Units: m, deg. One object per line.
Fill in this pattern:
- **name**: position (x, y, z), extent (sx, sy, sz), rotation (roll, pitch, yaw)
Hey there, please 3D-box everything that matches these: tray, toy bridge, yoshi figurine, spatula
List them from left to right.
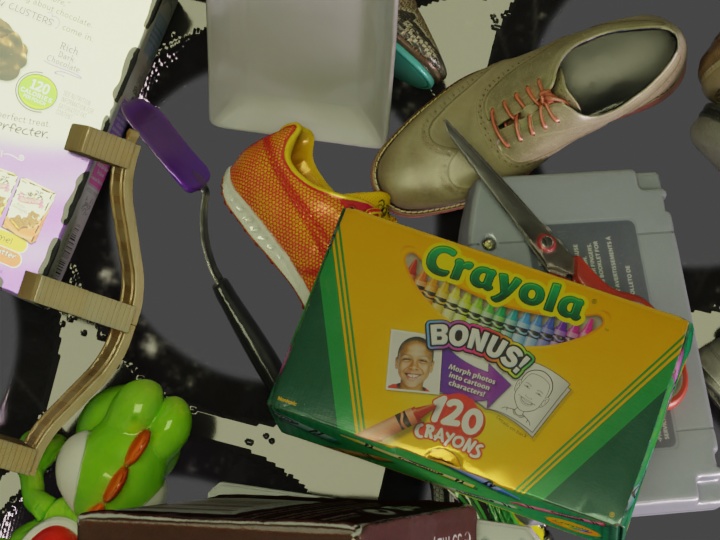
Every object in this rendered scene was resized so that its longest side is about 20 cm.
- **toy bridge**: position (-0.156, 0.017, 1.463), extent (0.067, 0.027, 0.201), rotation (20, 86, -29)
- **yoshi figurine**: position (-0.159, 0.143, 1.496), extent (0.200, 0.112, 0.112), rotation (-54, 45, 11)
- **spatula**: position (-0.082, -0.010, 1.510), extent (0.020, 0.057, 0.201), rotation (-22, 98, 16)
- **tray**: position (-0.032, -0.140, 1.461), extent (0.107, 0.200, 0.022), rotation (7, 56, 2)

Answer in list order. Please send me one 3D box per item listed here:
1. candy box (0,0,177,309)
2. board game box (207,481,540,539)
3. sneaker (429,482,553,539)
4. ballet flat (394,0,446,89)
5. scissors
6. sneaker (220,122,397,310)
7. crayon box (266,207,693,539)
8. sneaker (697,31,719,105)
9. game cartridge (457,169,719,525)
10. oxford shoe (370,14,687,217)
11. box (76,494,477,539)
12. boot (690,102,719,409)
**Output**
- **candy box**: position (-0.219, -0.102, 1.513), extent (0.167, 0.072, 0.201), rotation (23, 87, 3)
- **board game box**: position (0.000, 0.229, 1.463), extent (0.199, 0.026, 0.201), rotation (6, 91, 23)
- **sneaker**: position (0.073, 0.176, 1.487), extent (0.085, 0.078, 0.201), rotation (-14, 76, 8)
- **ballet flat**: position (-0.032, -0.175, 1.518), extent (0.199, 0.068, 0.076), rotation (22, 75, 7)
- **scissors**: position (0.115, -0.006, 1.465), extent (0.073, 0.014, 0.201), rotation (-20, 73, -17)
- **sneaker**: position (0.000, 0.000, 1.485), extent (0.077, 0.073, 0.200), rotation (-39, 78, 8)
- **crayon box**: position (0.065, 0.057, 1.403), extent (0.199, 0.058, 0.119), rotation (18, 74, 11)
- **sneaker**: position (0.264, -0.174, 1.513), extent (0.200, 0.070, 0.076), rotation (-36, 66, -4)
- **game cartridge**: position (0.122, 0.042, 1.471), extent (0.132, 0.042, 0.201), rotation (-5, 69, -10)
- **oxford shoe**: position (0.094, -0.094, 1.499), extent (0.199, 0.075, 0.071), rotation (-30, 86, 0)
- **box**: position (-0.041, 0.222, 1.376), extent (0.163, 0.166, 0.201), rotation (0, 89, 24)
- **boot**: position (0.229, 0.012, 1.493), extent (0.132, 0.070, 0.200), rotation (-44, 81, 4)
